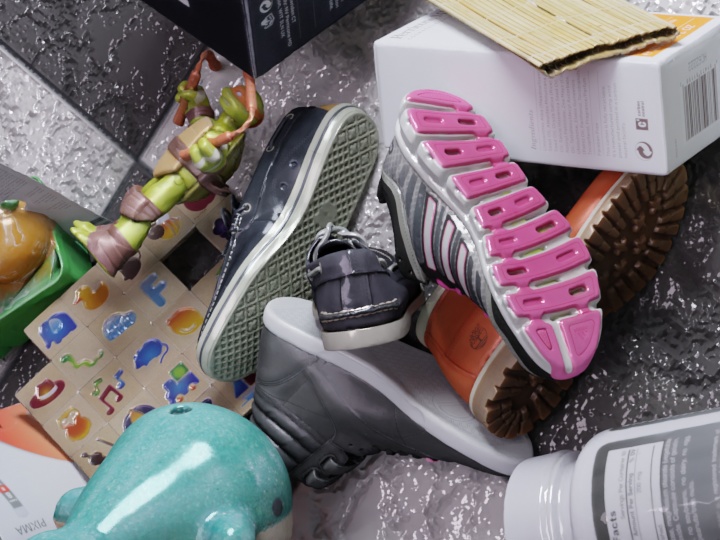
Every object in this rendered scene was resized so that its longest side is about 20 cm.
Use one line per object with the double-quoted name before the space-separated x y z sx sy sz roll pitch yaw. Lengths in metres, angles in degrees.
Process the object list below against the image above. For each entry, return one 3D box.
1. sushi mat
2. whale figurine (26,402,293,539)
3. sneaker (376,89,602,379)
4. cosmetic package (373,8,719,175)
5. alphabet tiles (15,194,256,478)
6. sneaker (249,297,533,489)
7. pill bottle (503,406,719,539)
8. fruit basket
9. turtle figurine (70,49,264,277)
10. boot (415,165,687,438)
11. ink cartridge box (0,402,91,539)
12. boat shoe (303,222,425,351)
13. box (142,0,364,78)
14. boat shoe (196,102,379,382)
"sushi mat" 0.106 -0.159 1.655 0.200 0.095 0.012 -139 36 -60
"whale figurine" -0.130 0.143 1.667 0.158 0.199 0.105 8 107 39
"sneaker" 0.071 -0.009 1.621 0.201 0.073 0.088 57 141 22
"cosmetic package" 0.118 -0.114 1.663 0.199 0.101 0.072 6 114 32
"alphabet tiles" -0.127 0.046 1.810 0.200 0.008 0.167 -43 59 -7
"sneaker" 0.014 0.102 1.725 0.199 0.071 0.100 28 116 20
"pill bottle" 0.191 0.139 1.571 0.199 0.114 0.115 -13 74 30
"fruit basket" -0.282 -0.018 1.850 0.185 0.200 0.094 -33 50 23
"turtle figurine" -0.116 -0.069 1.787 0.161 0.064 0.200 -45 19 4
"boot" 0.113 -0.007 1.677 0.200 0.075 0.107 -51 47 7
"ink cartridge box" -0.187 0.149 1.776 0.199 0.162 0.051 21 113 34
"boat shoe" 0.000 0.000 1.679 0.072 0.200 0.063 -11 100 2
"box" -0.066 -0.256 1.754 0.200 0.118 0.196 -38 55 -24
"boat shoe" -0.056 -0.020 1.775 0.062 0.075 0.201 17 76 38
